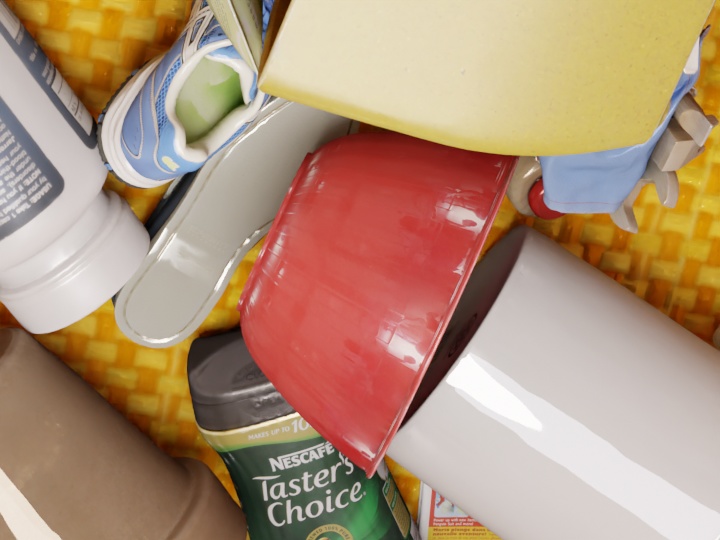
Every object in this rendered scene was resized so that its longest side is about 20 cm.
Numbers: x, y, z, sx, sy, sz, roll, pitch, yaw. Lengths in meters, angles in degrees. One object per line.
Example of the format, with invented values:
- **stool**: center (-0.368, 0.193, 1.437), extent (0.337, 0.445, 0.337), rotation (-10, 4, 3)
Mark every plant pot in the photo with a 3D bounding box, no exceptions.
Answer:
- **plant pot**: center (0.078, -0.164, 1.475), extent (0.199, 0.196, 0.195), rotation (22, 108, -7)
- **plant pot**: center (-0.191, 0.132, 1.670), extent (0.200, 0.200, 0.175), rotation (-32, 107, 7)

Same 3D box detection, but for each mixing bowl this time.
- **mixing bowl**: center (0.000, 0.000, 1.604), extent (0.108, 0.200, 0.201), rotation (25, 109, -1)

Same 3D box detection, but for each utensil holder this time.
- **utensil holder**: center (0.132, 0.092, 1.698), extent (0.200, 0.170, 0.170), rotation (35, 106, -8)

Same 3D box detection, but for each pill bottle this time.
- **pill bottle**: center (-0.210, -0.067, 1.623), extent (0.119, 0.120, 0.200), rotation (-33, 114, 8)

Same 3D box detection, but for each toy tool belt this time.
- **toy tool belt**: center (0.135, -0.085, 1.633), extent (0.124, 0.123, 0.201), rotation (-4, 132, -24)

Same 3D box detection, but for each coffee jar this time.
- **coffee jar**: center (-0.032, 0.120, 1.750), extent (0.104, 0.085, 0.201), rotation (-17, 115, 7)

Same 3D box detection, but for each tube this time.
- **tube**: center (-0.073, -0.173, 1.550), extent (0.058, 0.200, 0.052), rotation (25, 111, -17)

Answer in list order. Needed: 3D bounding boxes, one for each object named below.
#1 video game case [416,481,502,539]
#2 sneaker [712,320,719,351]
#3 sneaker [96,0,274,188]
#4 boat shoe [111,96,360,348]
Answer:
- **video game case**: center (0.105, 0.163, 1.826), extent (0.142, 0.017, 0.201), rotation (1, 114, -8)
- **sneaker**: center (0.257, 0.005, 1.740), extent (0.129, 0.080, 0.200), rotation (-31, 125, -3)
- **sneaker**: center (-0.061, -0.125, 1.613), extent (0.076, 0.077, 0.201), rotation (40, 75, -25)
- **boat shoe**: center (-0.073, -0.043, 1.684), extent (0.075, 0.062, 0.200), rotation (27, 111, -23)
